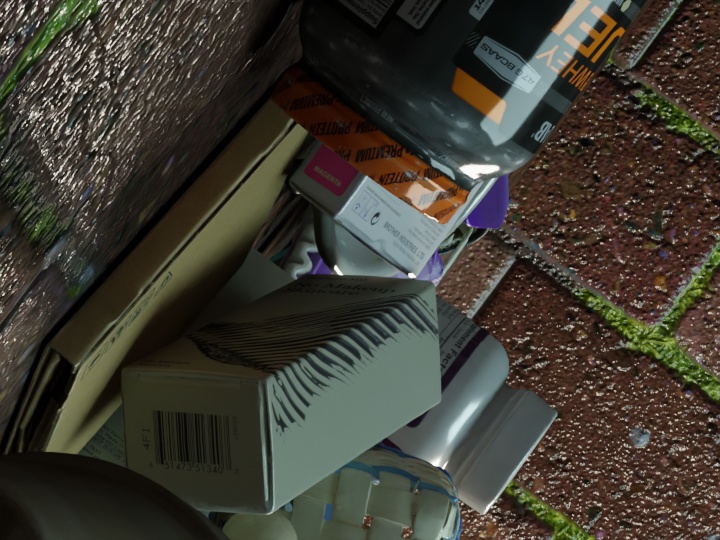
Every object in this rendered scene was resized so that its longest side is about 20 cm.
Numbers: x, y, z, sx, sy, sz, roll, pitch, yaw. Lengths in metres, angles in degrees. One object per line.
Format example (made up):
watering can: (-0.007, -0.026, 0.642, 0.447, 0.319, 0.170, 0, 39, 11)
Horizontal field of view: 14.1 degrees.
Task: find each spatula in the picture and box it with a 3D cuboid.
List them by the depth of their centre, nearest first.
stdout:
spatula: (0.025, -0.051, 1.640, 0.021, 0.057, 0.200, -2, 180, 44)

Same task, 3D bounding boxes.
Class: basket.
basket: (-0.019, 0.164, 1.561, 0.200, 0.139, 0.177, 120, -16, -81)

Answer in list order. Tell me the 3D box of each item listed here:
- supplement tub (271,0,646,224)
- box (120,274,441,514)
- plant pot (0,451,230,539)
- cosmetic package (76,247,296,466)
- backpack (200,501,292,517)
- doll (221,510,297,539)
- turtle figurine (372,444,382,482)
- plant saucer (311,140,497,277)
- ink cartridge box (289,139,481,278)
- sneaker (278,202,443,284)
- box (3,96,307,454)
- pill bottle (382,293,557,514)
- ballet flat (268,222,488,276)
supplement tub: (0.057, -0.127, 1.253, 0.200, 0.122, 0.123, -54, 175, 6)
box: (-0.035, 0.057, 1.415, 0.200, 0.082, 0.069, -30, 120, -63)
plant pot: (-0.138, 0.146, 1.058, 0.200, 0.200, 0.174, -53, 160, -10)
cosmetic package: (-0.103, 0.082, 1.510, 0.200, 0.071, 0.105, -49, 174, -45)
backpack: (-0.117, 0.186, 1.672, 0.200, 0.167, 0.127, -64, 172, 21)
doll: (-0.105, 0.182, 1.472, 0.200, 0.048, 0.137, -44, -166, 27)
turtle figurine: (-0.051, 0.111, 1.750, 0.200, 0.149, 0.101, 104, 2, -50)
plant saucer: (0.030, -0.090, 1.522, 0.200, 0.050, 0.200, -42, 153, -27)
ink cartridge box: (0.053, -0.099, 1.444, 0.200, 0.042, 0.119, -53, 155, 0)
sneaker: (0.000, 0.000, 1.663, 0.200, 0.088, 0.081, -64, -175, -37)
box: (-0.098, 0.015, 1.370, 0.200, 0.021, 0.164, -51, 174, -35)
pill bottle: (0.024, 0.065, 1.873, 0.112, 0.200, 0.112, -53, 176, -6)
ballet flat: (0.009, -0.005, 1.770, 0.200, 0.073, 0.073, -32, 163, -38)
